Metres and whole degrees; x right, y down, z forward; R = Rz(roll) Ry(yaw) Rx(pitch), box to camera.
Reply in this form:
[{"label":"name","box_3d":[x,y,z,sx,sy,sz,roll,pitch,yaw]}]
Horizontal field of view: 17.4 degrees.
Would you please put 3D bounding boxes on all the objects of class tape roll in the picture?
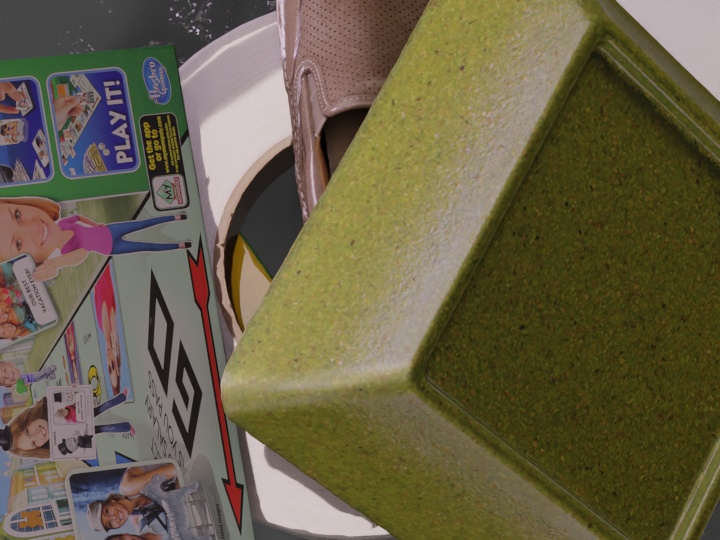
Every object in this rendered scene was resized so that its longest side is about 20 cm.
[{"label":"tape roll","box_3d":[0.000,0.000,0.863,0.202,0.037,0.203,0,80,0]}]

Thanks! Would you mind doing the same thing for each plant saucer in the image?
[{"label":"plant saucer","box_3d":[0.077,0.011,0.787,0.200,0.048,0.200,38,72,-31]}]

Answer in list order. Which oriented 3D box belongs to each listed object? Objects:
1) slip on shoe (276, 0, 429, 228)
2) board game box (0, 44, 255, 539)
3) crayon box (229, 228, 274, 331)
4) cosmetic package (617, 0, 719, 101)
[{"label":"slip on shoe","box_3d":[0.007,-0.057,0.822,0.076,0.061,0.201,0,80,1]},{"label":"board game box","box_3d":[-0.114,0.029,0.801,0.134,0.029,0.201,-8,84,-22]},{"label":"crayon box","box_3d":[-0.125,0.046,0.907,0.200,0.058,0.173,-35,81,-2]},{"label":"cosmetic package","box_3d":[0.090,-0.071,0.916,0.199,0.052,0.151,-8,85,2]}]
